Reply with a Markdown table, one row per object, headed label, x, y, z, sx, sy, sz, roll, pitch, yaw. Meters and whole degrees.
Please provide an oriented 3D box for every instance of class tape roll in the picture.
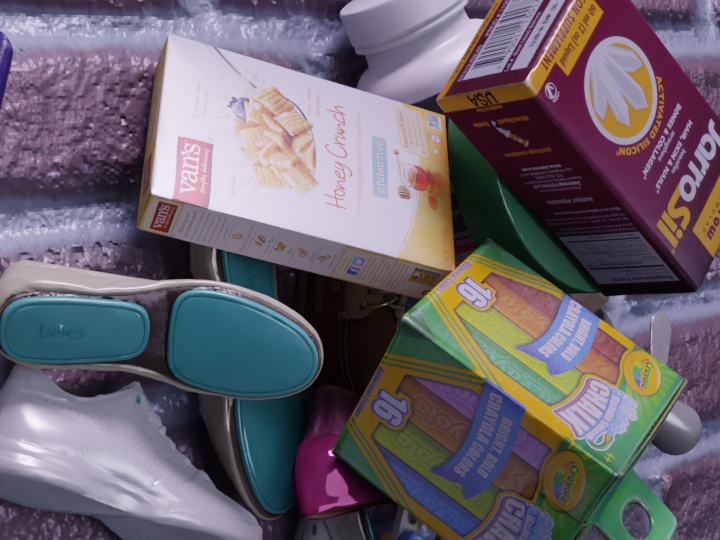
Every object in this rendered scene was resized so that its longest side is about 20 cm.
| label | x | y | z | sx | sy | sz | roll | pitch | yaw |
| --- | --- | --- | --- | --- | --- | --- | --- | --- | --- |
| tape roll | 0.150 | -0.085 | 1.030 | 0.199 | 0.048 | 0.202 | 2 | 87 | -37 |

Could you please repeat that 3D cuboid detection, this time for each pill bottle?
| label | x | y | z | sx | sy | sz | roll | pitch | yaw |
| --- | --- | --- | --- | --- | --- | --- | --- | --- | --- |
| pill bottle | 0.065 | -0.115 | 1.069 | 0.119 | 0.119 | 0.201 | -40 | 112 | -38 |

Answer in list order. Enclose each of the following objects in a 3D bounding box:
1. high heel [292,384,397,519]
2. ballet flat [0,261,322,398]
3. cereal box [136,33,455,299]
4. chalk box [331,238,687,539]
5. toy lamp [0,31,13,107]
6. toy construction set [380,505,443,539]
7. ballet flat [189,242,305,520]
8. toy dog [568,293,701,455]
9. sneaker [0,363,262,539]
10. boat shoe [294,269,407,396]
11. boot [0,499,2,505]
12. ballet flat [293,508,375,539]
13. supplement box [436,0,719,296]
| label | x | y | z | sx | sy | sz | roll | pitch | yaw |
| --- | --- | --- | --- | --- | --- | --- | --- | --- | --- |
| high heel | 0.042 | 0.155 | 0.962 | 0.199 | 0.067 | 0.097 | 23 | 47 | -17 |
| ballet flat | -0.122 | 0.031 | 0.872 | 0.198 | 0.069 | 0.070 | 11 | 77 | -18 |
| cereal box | -0.038 | -0.066 | 0.936 | 0.198 | 0.040 | 0.145 | 14 | 48 | -18 |
| chalk box | 0.108 | 0.102 | 0.893 | 0.199 | 0.124 | 0.124 | 35 | 36 | 11 |
| toy lamp | -0.250 | -0.052 | 0.807 | 0.058 | 0.058 | 0.201 | 39 | 59 | -33 |
| toy construction set | 0.075 | 0.112 | 1.081 | 0.130 | 0.092 | 0.202 | 2 | 94 | -43 |
| ballet flat | -0.079 | 0.060 | 0.953 | 0.069 | 0.069 | 0.202 | -10 | 97 | -43 |
| toy dog | 0.189 | 0.066 | 1.189 | 0.097 | 0.131 | 0.201 | -91 | 156 | -64 |
| sneaker | -0.135 | 0.115 | 0.895 | 0.199 | 0.075 | 0.089 | 30 | 54 | -36 |
| boat shoe | 0.000 | 0.000 | 1.026 | 0.075 | 0.074 | 0.202 | -6 | 89 | -43 |
| boot | -0.296 | 0.120 | 0.747 | 0.200 | 0.070 | 0.147 | 46 | 63 | -29 |
| ballet flat | -0.013 | 0.204 | 1.000 | 0.062 | 0.067 | 0.202 | -17 | 91 | -11 |
| supplement box | 0.157 | -0.087 | 0.950 | 0.200 | 0.085 | 0.111 | 45 | 63 | -28 |
